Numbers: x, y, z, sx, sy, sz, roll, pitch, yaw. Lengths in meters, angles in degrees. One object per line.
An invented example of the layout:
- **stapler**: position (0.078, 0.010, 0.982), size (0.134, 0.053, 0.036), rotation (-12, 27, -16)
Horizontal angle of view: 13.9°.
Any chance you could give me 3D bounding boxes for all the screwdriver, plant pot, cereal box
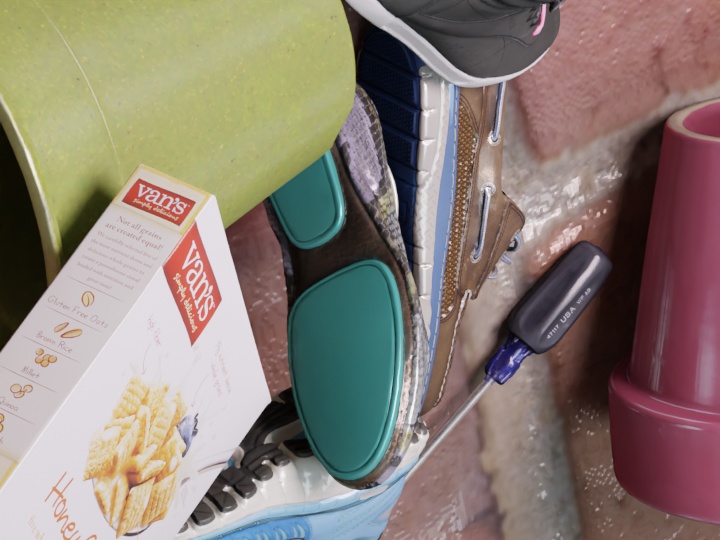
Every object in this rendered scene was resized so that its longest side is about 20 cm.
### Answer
- **screwdriver**: position (0.054, 0.066, 1.450), size (0.200, 0.028, 0.029), rotation (-50, 161, 2)
- **plant pot**: position (0.216, 0.010, 1.435), size (0.200, 0.200, 0.179), rotation (-14, 107, -28)
- **cereal box**: position (-0.107, 0.079, 1.068), size (0.200, 0.039, 0.144), rotation (-55, 156, -25)
- **plant pot**: position (-0.109, -0.066, 1.172), size (0.190, 0.200, 0.200), rotation (-27, 129, -36)

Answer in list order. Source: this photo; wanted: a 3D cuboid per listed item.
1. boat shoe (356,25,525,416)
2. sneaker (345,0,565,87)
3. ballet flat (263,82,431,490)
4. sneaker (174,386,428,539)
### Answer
- **boat shoe**: position (0.039, -0.021, 1.358), size (0.072, 0.072, 0.200), rotation (-11, 121, -31)
- **sneaker**: position (0.070, -0.124, 1.245), size (0.200, 0.099, 0.071), rotation (18, 68, -63)
- **ballet flat**: position (0.000, 0.000, 1.285), size (0.072, 0.201, 0.072), rotation (-12, 161, -4)
- **sneaker**: position (-0.060, 0.114, 1.284), size (0.200, 0.078, 0.090), rotation (-11, 126, -29)
